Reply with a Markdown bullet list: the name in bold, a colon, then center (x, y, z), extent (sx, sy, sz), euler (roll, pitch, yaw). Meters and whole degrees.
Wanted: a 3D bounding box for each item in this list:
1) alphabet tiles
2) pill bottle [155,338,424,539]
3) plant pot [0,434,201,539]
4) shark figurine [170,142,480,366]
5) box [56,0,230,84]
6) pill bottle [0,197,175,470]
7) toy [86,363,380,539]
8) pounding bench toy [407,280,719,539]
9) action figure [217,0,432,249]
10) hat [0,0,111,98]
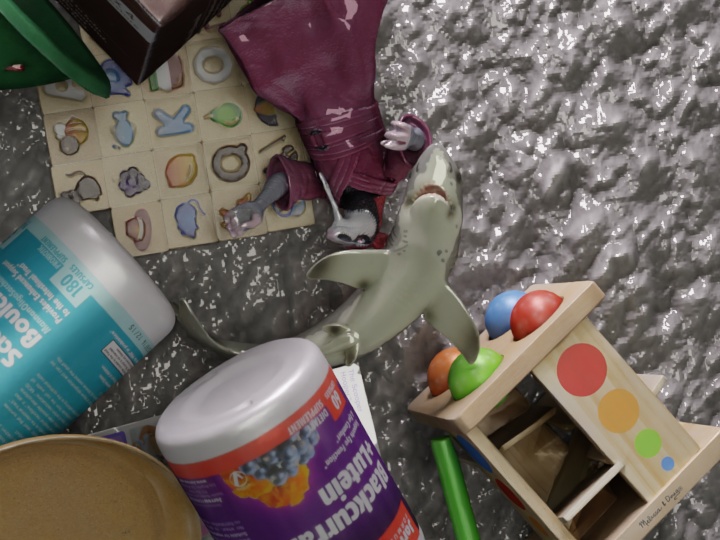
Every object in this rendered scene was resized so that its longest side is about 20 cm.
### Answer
- **alphabet tiles**: center (-0.108, -0.101, 1.013), extent (0.200, 0.006, 0.167), euler (-10, 91, -13)
- **pill bottle**: center (-0.029, 0.151, 0.922), extent (0.111, 0.111, 0.200), euler (-33, 107, -12)
- **plant pot**: center (-0.193, 0.177, 0.917), extent (0.200, 0.027, 0.200), euler (-12, 122, -20)
- **shark figurine**: center (-0.009, 0.020, 0.973), extent (0.214, 0.090, 0.128), euler (-29, 104, 13)
- **box**: center (-0.115, -0.251, 0.933), extent (0.200, 0.164, 0.166), euler (-45, 95, -11)
- **pill bottle**: center (-0.217, 0.058, 0.929), extent (0.200, 0.111, 0.111), euler (-44, 97, -11)
- **toy**: center (-0.078, 0.141, 0.990), extent (0.200, 0.047, 0.115), euler (-14, 93, -12)
- **pounding bench toy**: center (0.100, 0.119, 0.991), extent (0.200, 0.124, 0.156), euler (-44, 97, -10)
- **action figure**: center (-0.020, -0.099, 0.997), extent (0.134, 0.149, 0.200), euler (-10, 111, 16)
- **hat**: center (-0.278, -0.123, 0.912), extent (0.176, 0.166, 0.200), euler (-41, 108, 4)
